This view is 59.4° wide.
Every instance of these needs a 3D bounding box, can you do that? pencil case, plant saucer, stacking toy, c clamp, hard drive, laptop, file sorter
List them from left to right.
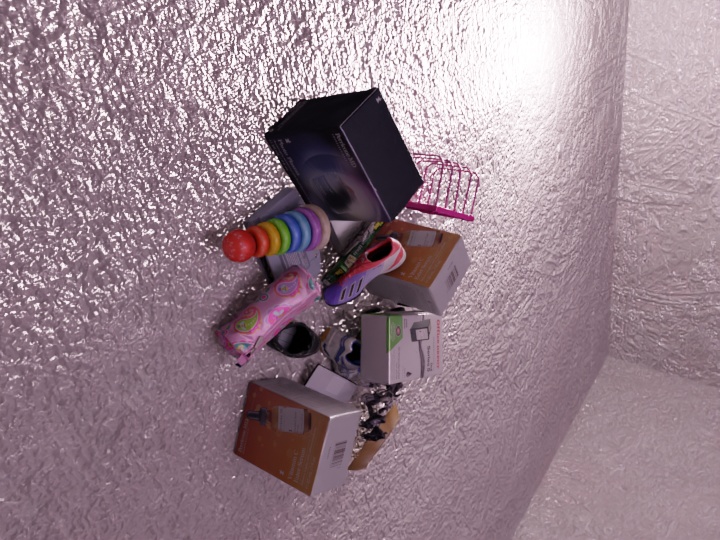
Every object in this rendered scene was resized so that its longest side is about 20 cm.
[{"bbox_3d":[-0.162,0.079,1.125,0.200,0.087,0.087,-43,136,-19],"label":"pencil case"},{"bbox_3d":[-0.147,-0.059,1.077,0.200,0.085,0.085,-17,117,-45],"label":"stacking toy"},{"bbox_3d":[-0.064,0.336,1.367,0.200,0.116,0.187,-57,144,-6],"label":"laptop"},{"bbox_3d":[-0.009,-0.151,1.338,0.200,0.027,0.132,-54,141,-29],"label":"hard drive"},{"bbox_3d":[0.026,-0.101,1.255,0.171,0.027,0.200,-48,-174,39],"label":"c clamp"},{"bbox_3d":[0.039,0.414,1.539,0.200,0.035,0.200,-51,169,-14],"label":"plant saucer"},{"bbox_3d":[0.176,-0.197,1.486,0.200,0.139,0.126,5,97,-56],"label":"file sorter"}]

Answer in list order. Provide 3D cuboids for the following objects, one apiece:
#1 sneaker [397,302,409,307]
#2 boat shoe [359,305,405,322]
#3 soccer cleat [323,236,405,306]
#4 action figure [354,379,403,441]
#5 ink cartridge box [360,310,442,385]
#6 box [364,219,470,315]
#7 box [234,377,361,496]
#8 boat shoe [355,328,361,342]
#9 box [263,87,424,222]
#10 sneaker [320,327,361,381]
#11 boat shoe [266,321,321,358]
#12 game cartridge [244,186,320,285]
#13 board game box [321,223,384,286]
[{"bbox_3d":[0.135,0.030,1.519,0.200,0.084,0.121,-175,-85,-86],"label":"sneaker"},{"bbox_3d":[0.054,0.105,1.504,0.200,0.067,0.057,19,72,-61],"label":"boat shoe"},{"bbox_3d":[0.000,0.000,1.315,0.200,0.068,0.073,-34,147,3],"label":"soccer cleat"},{"bbox_3d":[0.040,0.283,1.456,0.119,0.102,0.200,73,28,-43],"label":"action figure"},{"bbox_3d":[0.095,0.165,1.397,0.200,0.084,0.146,0,89,-48],"label":"ink cartridge box"},{"bbox_3d":[0.116,-0.012,1.403,0.152,0.200,0.106,-57,144,-24],"label":"box"},{"bbox_3d":[-0.121,0.310,1.203,0.106,0.200,0.152,6,97,-57],"label":"box"},{"bbox_3d":[0.057,0.180,1.522,0.200,0.073,0.065,27,86,-55],"label":"boat shoe"},{"bbox_3d":[-0.029,-0.196,1.109,0.123,0.198,0.200,-52,128,-30],"label":"box"},{"bbox_3d":[-0.018,0.203,1.412,0.075,0.088,0.200,-63,146,-20],"label":"sneaker"},{"bbox_3d":[-0.126,0.138,1.248,0.199,0.066,0.075,39,70,-54],"label":"boat shoe"},{"bbox_3d":[-0.138,-0.049,1.188,0.133,0.040,0.200,-44,135,-32],"label":"game cartridge"},{"bbox_3d":[-0.002,-0.055,1.330,0.023,0.105,0.200,43,61,-9],"label":"board game box"}]
